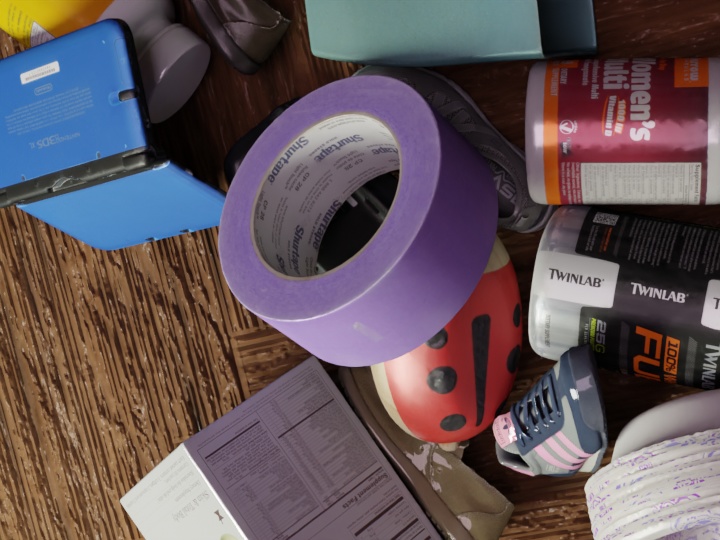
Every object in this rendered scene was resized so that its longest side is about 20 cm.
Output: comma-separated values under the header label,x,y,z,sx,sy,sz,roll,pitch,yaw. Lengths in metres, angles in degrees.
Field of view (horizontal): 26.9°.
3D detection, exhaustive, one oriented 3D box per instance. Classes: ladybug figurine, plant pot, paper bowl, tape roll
label,x,y,z,sx,sy,sz,roll,pitch,yaw
ladybug figurine,0.074,0.050,1.172,0.072,0.135,0.202,26,126,55
plant pot,0.062,-0.225,1.159,0.198,0.141,0.143,-4,97,26
paper bowl,0.266,0.155,1.115,0.199,0.200,0.105,-17,65,21
tape roll,-0.003,-0.037,1.113,0.199,0.085,0.202,-20,53,28

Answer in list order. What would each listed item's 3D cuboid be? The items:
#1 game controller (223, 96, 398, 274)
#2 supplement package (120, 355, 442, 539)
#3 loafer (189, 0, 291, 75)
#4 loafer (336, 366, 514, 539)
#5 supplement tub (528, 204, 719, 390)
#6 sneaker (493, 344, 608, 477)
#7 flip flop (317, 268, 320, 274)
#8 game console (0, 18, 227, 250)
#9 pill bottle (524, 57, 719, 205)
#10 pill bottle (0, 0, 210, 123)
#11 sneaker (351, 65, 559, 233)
label,x,y,z,sx,sy,sz,roll,pitch,yaw
game controller,-0.021,-0.054,1.232,0.104,0.042,0.200,-42,71,-7
supplement package,-0.063,0.210,1.230,0.201,0.150,0.152,54,143,5
loafer,-0.123,-0.262,1.258,0.071,0.073,0.201,-33,91,11
loafer,0.053,0.152,1.254,0.067,0.076,0.201,-34,77,-14
supplement tub,0.235,0.023,1.140,0.198,0.122,0.124,10,101,18
sneaker,0.143,0.116,1.145,0.081,0.200,0.071,-6,63,1
flip flop,0.000,0.000,1.253,0.198,0.058,0.082,14,61,4
game console,-0.211,-0.106,1.259,0.199,0.118,0.172,-11,92,39
pill bottle,0.226,-0.104,1.126,0.198,0.110,0.111,0,98,12
pill bottle,-0.228,-0.216,1.273,0.199,0.111,0.111,37,108,11
sneaker,0.070,-0.102,1.200,0.199,0.082,0.075,34,107,12
